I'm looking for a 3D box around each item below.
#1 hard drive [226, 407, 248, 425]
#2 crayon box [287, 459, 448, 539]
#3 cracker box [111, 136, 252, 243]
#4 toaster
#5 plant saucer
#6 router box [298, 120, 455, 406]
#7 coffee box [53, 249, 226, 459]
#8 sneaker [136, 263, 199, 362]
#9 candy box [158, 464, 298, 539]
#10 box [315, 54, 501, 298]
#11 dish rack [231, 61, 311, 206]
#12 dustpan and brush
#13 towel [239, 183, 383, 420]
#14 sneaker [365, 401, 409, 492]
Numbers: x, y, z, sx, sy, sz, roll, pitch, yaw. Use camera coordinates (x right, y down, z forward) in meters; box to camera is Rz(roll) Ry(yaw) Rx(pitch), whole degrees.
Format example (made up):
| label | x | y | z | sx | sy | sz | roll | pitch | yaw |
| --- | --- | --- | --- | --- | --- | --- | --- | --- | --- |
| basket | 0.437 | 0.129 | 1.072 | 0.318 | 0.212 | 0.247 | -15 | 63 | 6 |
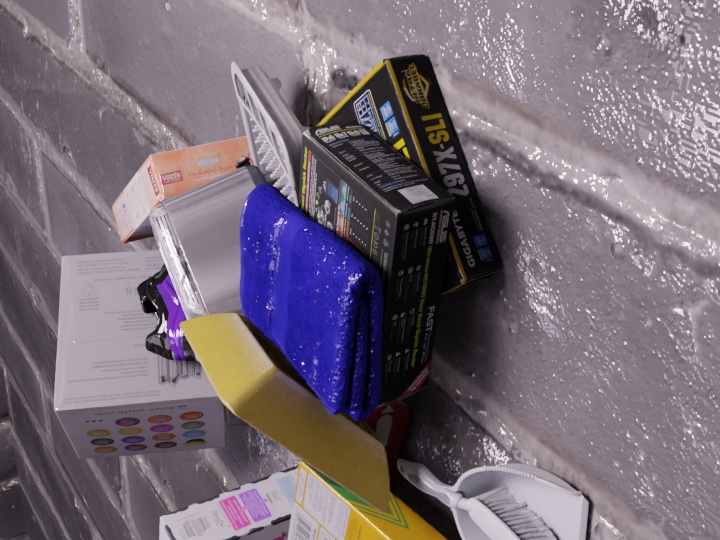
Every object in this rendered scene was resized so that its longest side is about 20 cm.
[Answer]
| label | x | y | z | sx | sy | sz | roll | pitch | yaw |
| --- | --- | --- | --- | --- | --- | --- | --- | --- | --- |
| hard drive | -0.143 | 0.067 | 1.203 | 0.140 | 0.037 | 0.204 | -87 | -6 | -69 |
| crayon box | 0.014 | 0.282 | 0.971 | 0.199 | 0.051 | 0.128 | 34 | 128 | 34 |
| cracker box | -0.218 | -0.097 | 1.225 | 0.199 | 0.132 | 0.059 | -30 | 78 | 60 |
| toaster | -0.142 | -0.019 | 1.049 | 0.114 | 0.127 | 0.203 | 117 | 131 | -73 |
| plant saucer | -0.063 | 0.117 | 0.921 | 0.199 | 0.049 | 0.200 | 39 | 180 | -28 |
| router box | 0.005 | -0.007 | 0.861 | 0.150 | 0.061 | 0.203 | 43 | 138 | 42 |
| coffee box | -0.274 | 0.109 | 1.262 | 0.199 | 0.196 | 0.203 | 104 | 161 | -62 |
| sneaker | -0.215 | 0.012 | 1.169 | 0.070 | 0.098 | 0.203 | 85 | -173 | -61 |
| candy box | -0.155 | 0.358 | 1.260 | 0.072 | 0.197 | 0.170 | 47 | 141 | 39 |
| box | 0.036 | -0.068 | 0.891 | 0.159 | 0.049 | 0.203 | -29 | 78 | 58 |
| dish rack | -0.075 | -0.104 | 1.017 | 0.202 | 0.043 | 0.172 | 83 | 161 | -45 |
| dustpan and brush | 0.108 | 0.214 | 0.882 | 0.199 | 0.056 | 0.142 | 33 | 131 | 50 |
| towel | -0.051 | 0.026 | 0.859 | 0.199 | 0.049 | 0.150 | 37 | 135 | 49 |
| sneaker | -0.005 | 0.173 | 1.068 | 0.116 | 0.077 | 0.202 | -117 | 36 | -43 |
